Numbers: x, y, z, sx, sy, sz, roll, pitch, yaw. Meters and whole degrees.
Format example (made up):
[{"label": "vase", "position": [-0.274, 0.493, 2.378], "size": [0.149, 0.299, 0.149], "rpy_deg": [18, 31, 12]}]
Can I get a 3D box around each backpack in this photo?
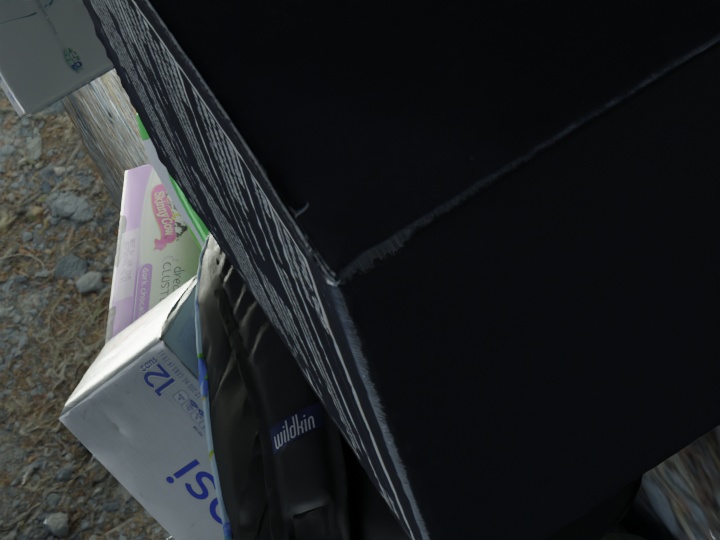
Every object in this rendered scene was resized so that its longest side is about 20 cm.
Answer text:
[{"label": "backpack", "position": [0.012, 0.036, 0.716], "size": [0.154, 0.163, 0.201], "rpy_deg": [28, -149, -57]}]

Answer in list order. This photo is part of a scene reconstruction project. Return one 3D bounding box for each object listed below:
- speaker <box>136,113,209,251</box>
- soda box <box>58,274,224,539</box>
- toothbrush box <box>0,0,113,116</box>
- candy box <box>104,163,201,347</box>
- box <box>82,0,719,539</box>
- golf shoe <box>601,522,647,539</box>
[{"label": "speaker", "position": [-0.050, -0.022, 1.099], "size": [0.201, 0.088, 0.088], "rpy_deg": [61, 171, -10]}, {"label": "soda box", "position": [-0.031, 0.100, 0.798], "size": [0.200, 0.068, 0.064], "rpy_deg": [47, -151, -13]}, {"label": "toothbrush box", "position": [-0.143, -0.192, 0.865], "size": [0.201, 0.146, 0.085], "rpy_deg": [60, 172, -8]}, {"label": "candy box", "position": [-0.090, 0.046, 1.263], "size": [0.200, 0.071, 0.169], "rpy_deg": [55, -152, -46]}, {"label": "box", "position": [0.011, -0.047, 0.532], "size": [0.199, 0.123, 0.200], "rpy_deg": [56, 173, 30]}, {"label": "golf shoe", "position": [0.081, 0.117, 0.847], "size": [0.201, 0.078, 0.097], "rpy_deg": [57, 174, 25]}]
